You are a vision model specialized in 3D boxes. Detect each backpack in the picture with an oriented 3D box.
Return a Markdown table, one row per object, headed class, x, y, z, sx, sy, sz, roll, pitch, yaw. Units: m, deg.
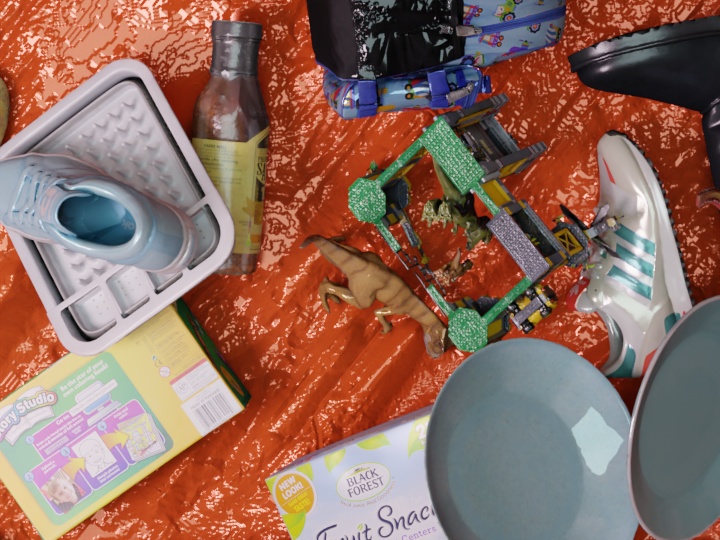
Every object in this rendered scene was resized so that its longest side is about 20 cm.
| class | x | y | z | sx | sy | sz | roll | pitch | yaw |
| --- | --- | --- | --- | --- | --- | --- | --- | --- | --- |
| backpack | 0.067 | -0.197 | 1.677 | 0.200 | 0.183 | 0.135 | -8 | 103 | -9 |

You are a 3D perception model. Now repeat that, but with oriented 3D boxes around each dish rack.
| class | x | y | z | sx | sy | sz | roll | pitch | yaw |
| --- | --- | --- | --- | --- | --- | --- | --- | --- | --- |
| dish rack | -0.191 | -0.048 | 1.721 | 0.172 | 0.044 | 0.200 | -36 | 68 | 15 |

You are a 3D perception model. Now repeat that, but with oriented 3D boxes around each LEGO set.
| class | x | y | z | sx | sy | sz | roll | pitch | yaw |
| --- | --- | --- | --- | --- | --- | --- | --- | --- | --- |
| LEGO set | 0.101 | -0.043 | 1.730 | 0.200 | 0.116 | 0.154 | 46 | 125 | 15 |

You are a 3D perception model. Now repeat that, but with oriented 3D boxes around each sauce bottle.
| class | x | y | z | sx | sy | sz | roll | pitch | yaw |
| --- | --- | --- | --- | --- | --- | --- | --- | --- | --- |
| sauce bottle | -0.104 | -0.098 | 1.740 | 0.066 | 0.066 | 0.200 | 6 | 97 | 1 |

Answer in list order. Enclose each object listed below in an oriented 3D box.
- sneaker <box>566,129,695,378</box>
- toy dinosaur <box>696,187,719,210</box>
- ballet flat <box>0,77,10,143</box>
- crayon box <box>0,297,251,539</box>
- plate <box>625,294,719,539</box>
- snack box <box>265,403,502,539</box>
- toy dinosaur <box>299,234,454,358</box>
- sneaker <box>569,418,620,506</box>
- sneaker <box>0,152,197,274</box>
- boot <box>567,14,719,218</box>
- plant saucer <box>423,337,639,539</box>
| class | x | y | z | sx | sy | sz | roll | pitch | yaw |
| --- | --- | --- | --- | --- | --- | --- | --- | --- | --- |
| sneaker | 0.203 | -0.008 | 1.734 | 0.093 | 0.070 | 0.200 | -17 | 97 | -3 |
| toy dinosaur | 0.329 | 0.029 | 1.708 | 0.200 | 0.105 | 0.182 | 20 | 121 | 2 |
| ballet flat | -0.348 | -0.073 | 1.750 | 0.071 | 0.071 | 0.200 | 36 | 95 | -1 |
| crayon box | -0.203 | 0.115 | 1.764 | 0.200 | 0.058 | 0.119 | -35 | 93 | 4 |
| plate | 0.258 | 0.113 | 1.707 | 0.026 | 0.200 | 0.200 | 16 | 97 | 39 |
| snack box | 0.042 | 0.220 | 1.732 | 0.169 | 0.068 | 0.200 | -24 | 90 | 26 |
| toy dinosaur | 0.000 | 0.000 | 1.720 | 0.200 | 0.106 | 0.060 | 35 | 74 | -36 |
| sneaker | 0.161 | 0.211 | 1.754 | 0.099 | 0.071 | 0.200 | -16 | 98 | -2 |
| sneaker | -0.222 | -0.053 | 1.667 | 0.200 | 0.082 | 0.074 | 14 | 85 | 27 |
| boot | 0.275 | -0.114 | 1.720 | 0.200 | 0.076 | 0.168 | -11 | 91 | -3 |
| plant saucer | 0.125 | 0.153 | 1.672 | 0.201 | 0.039 | 0.201 | 8 | 74 | -29 |
